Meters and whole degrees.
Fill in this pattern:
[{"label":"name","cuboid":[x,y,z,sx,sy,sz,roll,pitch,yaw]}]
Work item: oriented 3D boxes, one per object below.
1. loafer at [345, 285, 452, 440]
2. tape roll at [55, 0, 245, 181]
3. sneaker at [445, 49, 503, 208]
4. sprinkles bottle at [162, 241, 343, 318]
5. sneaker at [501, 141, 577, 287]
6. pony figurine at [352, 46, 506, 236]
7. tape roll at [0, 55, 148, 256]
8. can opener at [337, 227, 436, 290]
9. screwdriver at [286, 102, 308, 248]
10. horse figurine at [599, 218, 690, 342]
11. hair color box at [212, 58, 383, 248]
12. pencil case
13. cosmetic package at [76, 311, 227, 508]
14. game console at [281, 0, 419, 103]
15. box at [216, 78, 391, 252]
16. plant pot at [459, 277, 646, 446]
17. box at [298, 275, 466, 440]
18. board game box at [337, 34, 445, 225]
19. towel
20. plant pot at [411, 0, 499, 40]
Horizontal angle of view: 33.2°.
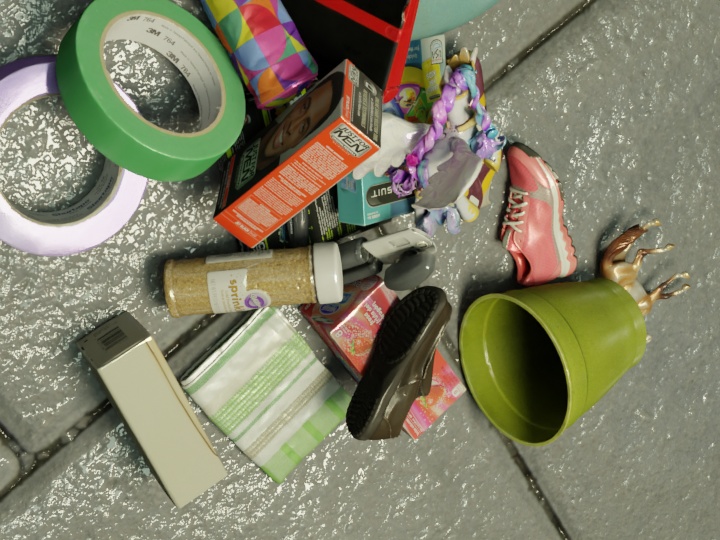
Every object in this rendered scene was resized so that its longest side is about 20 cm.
[{"label":"loafer","cuboid":[0.053,0.111,1.414,0.071,0.073,0.202,22,103,-35]},{"label":"tape roll","cuboid":[-0.213,-0.191,1.245,0.199,0.048,0.203,24,50,-32]},{"label":"sneaker","cuboid":[0.134,-0.171,1.491,0.089,0.075,0.203,-7,113,-34]},{"label":"sprinkles bottle","cuboid":[-0.120,0.011,1.363,0.197,0.068,0.069,-6,109,3]},{"label":"sneaker","cuboid":[0.217,-0.065,1.556,0.086,0.074,0.202,-28,115,-16]},{"label":"pony figurine","cuboid":[0.085,-0.126,1.335,0.194,0.165,0.201,-50,150,-20]},{"label":"tape roll","cuboid":[-0.323,-0.120,1.269,0.198,0.066,0.203,-8,108,-26]},{"label":"can opener","cuboid":[0.000,0.000,1.395,0.053,0.198,0.068,37,47,-41]},{"label":"screwdriver","cuboid":[-0.075,-0.120,1.361,0.028,0.029,0.203,-12,115,-23]},{"label":"horse figurine","cuboid":[0.382,0.013,1.670,0.132,0.050,0.201,-32,126,3]},{"label":"hair color box","cuboid":[-0.066,-0.121,1.272,0.199,0.102,0.061,-35,123,30]},{"label":"pencil case","cuboid":[-0.117,-0.274,1.287,0.088,0.088,0.202,-28,94,-17]},{"label":"cosmetic package","cuboid":[-0.236,0.157,1.370,0.073,0.103,0.202,-33,117,-16]},{"label":"game console","cuboid":[-0.028,-0.286,1.287,0.031,0.199,0.179,-30,143,-49]},{"label":"box","cuboid":[-0.069,-0.123,1.410,0.191,0.047,0.202,-20,113,-18]},{"label":"plant pot","cuboid":[0.264,0.099,1.575,0.191,0.199,0.203,-20,113,-34]},{"label":"box","cuboid":[0.027,0.097,1.490,0.095,0.102,0.201,-42,120,-9]},{"label":"board game box","cuboid":[0.037,-0.167,1.404,0.150,0.047,0.203,-17,110,-42]},{"label":"towel","cuboid":[-0.111,0.149,1.479,0.149,0.031,0.201,-43,121,-8]},{"label":"plant pot","cuboid":[0.049,-0.332,1.325,0.135,0.200,0.200,-45,119,-5]}]
